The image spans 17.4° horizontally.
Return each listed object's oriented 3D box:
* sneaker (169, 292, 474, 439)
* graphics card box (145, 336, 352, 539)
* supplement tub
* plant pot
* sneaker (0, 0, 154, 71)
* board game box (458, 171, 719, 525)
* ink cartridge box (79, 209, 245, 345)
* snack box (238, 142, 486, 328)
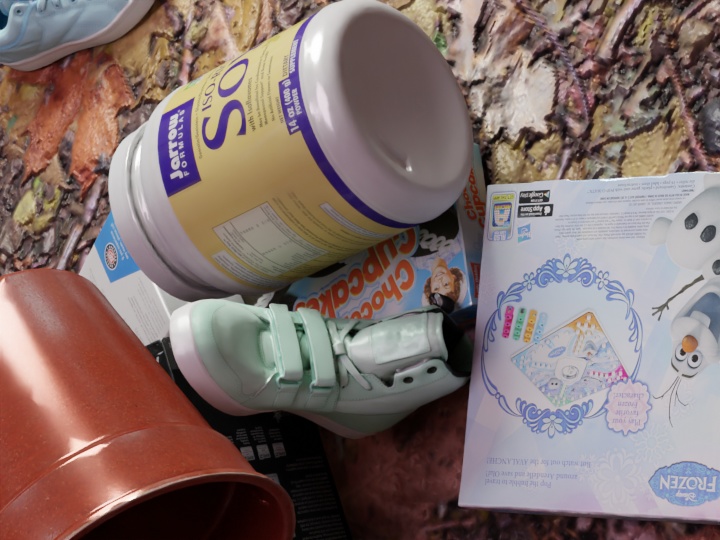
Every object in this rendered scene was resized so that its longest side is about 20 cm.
[{"bbox_3d":[-0.016,0.041,1.403,0.118,0.200,0.074,-28,61,32],"label":"sneaker"},{"bbox_3d":[-0.072,0.139,1.478,0.051,0.125,0.200,-26,76,37],"label":"graphics card box"},{"bbox_3d":[-0.046,-0.069,1.466,0.200,0.145,0.146,-24,64,35],"label":"supplement tub"},{"bbox_3d":[-0.172,0.117,1.367,0.201,0.201,0.195,-51,56,21],"label":"plant pot"},{"bbox_3d":[-0.229,-0.206,1.764,0.200,0.082,0.074,-27,63,35],"label":"sneaker"},{"bbox_3d":[0.154,0.046,1.376,0.200,0.043,0.200,-1,78,42],"label":"board game box"},{"bbox_3d":[-0.159,0.064,1.623,0.200,0.067,0.116,-59,46,36],"label":"ink cartridge box"},{"bbox_3d":[0.000,0.000,1.532,0.200,0.037,0.116,-22,66,37],"label":"snack box"}]
